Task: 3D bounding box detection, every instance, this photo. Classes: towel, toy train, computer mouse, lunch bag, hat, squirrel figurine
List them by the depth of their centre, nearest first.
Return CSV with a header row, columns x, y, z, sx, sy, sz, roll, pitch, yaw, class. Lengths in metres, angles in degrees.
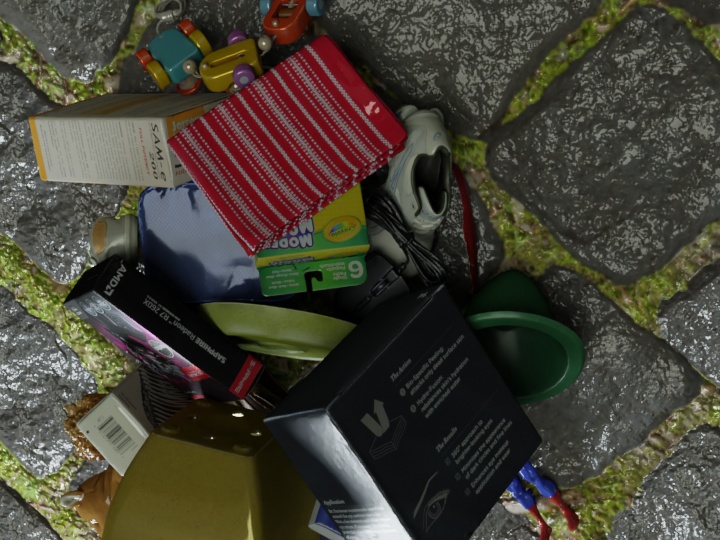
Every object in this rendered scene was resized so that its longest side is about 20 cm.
x,y,z,sx,sy,sz,roll,pitch,yaw,class
-0.068,-0.125,1.066,0.199,0.023,0.145,-36,82,-14,towel
-0.134,-0.237,1.151,0.197,0.152,0.056,2,144,23,toy train
0.000,0.000,1.177,0.141,0.046,0.200,52,145,-2,computer mouse
0.160,0.021,1.199,0.162,0.178,0.202,5,143,0,hat
-0.148,-0.046,1.202,0.196,0.133,0.138,1,107,7,lunch bag
-0.289,0.241,1.370,0.185,0.141,0.203,-25,87,34,squirrel figurine

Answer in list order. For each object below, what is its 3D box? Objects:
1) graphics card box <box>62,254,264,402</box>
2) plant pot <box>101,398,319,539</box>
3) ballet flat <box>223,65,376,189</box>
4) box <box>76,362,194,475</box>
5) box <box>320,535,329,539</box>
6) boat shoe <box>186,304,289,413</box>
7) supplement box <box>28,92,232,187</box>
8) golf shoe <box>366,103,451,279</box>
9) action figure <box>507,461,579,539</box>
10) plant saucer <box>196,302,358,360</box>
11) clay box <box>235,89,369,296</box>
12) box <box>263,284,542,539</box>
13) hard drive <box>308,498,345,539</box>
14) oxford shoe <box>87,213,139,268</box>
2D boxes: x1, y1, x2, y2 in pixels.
x,y,z,sx,sy,sz,roll,pitch,yaw,class
-0.211,0.068,1.171,0.199,0.051,0.125,41,155,-19,graphics card box
-0.151,0.252,1.144,0.191,0.195,0.204,10,106,16,plant pot
-0.057,-0.165,1.171,0.198,0.068,0.069,32,103,3,ballet flat
-0.234,0.143,1.261,0.068,0.200,0.082,-39,97,25,box
-0.021,0.270,1.281,0.199,0.118,0.198,36,116,2,box
-0.149,0.102,1.295,0.067,0.072,0.201,-31,105,20,boat shoe
-0.236,-0.141,1.172,0.197,0.126,0.075,6,112,34,supplement box
0.055,-0.065,1.139,0.077,0.098,0.203,-7,124,-15,golf shoe
0.165,0.228,1.232,0.065,0.099,0.201,-34,95,23,action figure
-0.084,0.071,1.197,0.196,0.200,0.032,6,78,14,plant saucer
-0.057,-0.082,1.092,0.113,0.048,0.204,-7,76,-9,clay box
0.046,0.158,1.081,0.117,0.196,0.202,-18,109,51,box
0.031,0.202,1.160,0.131,0.202,0.025,32,146,-21,hard drive
-0.279,-0.014,1.241,0.057,0.200,0.077,-2,73,-12,oxford shoe
